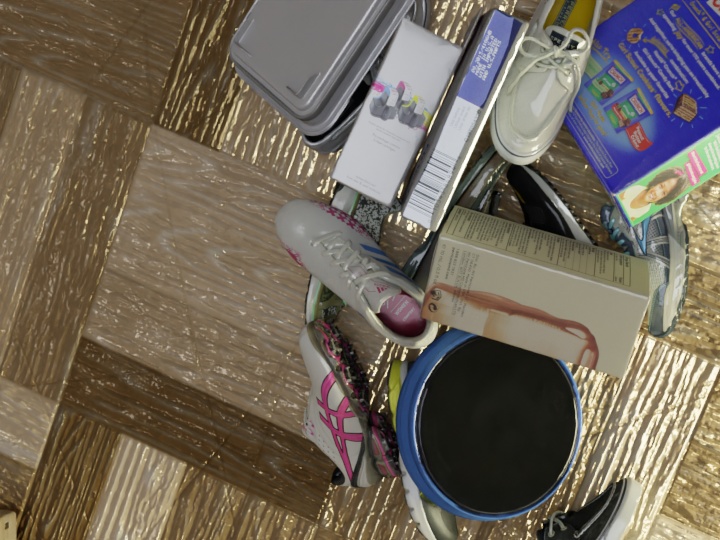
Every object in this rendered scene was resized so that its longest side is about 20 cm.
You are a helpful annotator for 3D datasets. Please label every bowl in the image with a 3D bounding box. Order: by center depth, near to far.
[{"bbox_3d":[0.134,0.153,1.106,0.196,0.039,0.205,0,90,-14],"label":"bowl"}]

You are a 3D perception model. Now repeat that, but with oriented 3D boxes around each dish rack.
[{"bbox_3d":[-0.047,-0.257,1.101,0.171,0.043,0.201,43,102,34],"label":"dish rack"}]

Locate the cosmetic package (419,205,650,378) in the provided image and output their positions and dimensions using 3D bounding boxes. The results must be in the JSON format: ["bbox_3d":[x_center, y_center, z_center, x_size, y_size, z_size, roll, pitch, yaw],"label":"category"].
[{"bbox_3d":[0.165,0.017,1.033,0.196,0.103,0.089,17,112,9],"label":"cosmetic package"}]

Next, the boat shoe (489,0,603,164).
[{"bbox_3d":[0.179,-0.198,0.998,0.074,0.086,0.205,26,77,0],"label":"boat shoe"}]

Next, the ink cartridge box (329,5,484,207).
[{"bbox_3d":[0.042,-0.167,1.046,0.067,0.115,0.203,25,95,-2],"label":"ink cartridge box"}]

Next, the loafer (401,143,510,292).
[{"bbox_3d":[0.102,-0.033,1.120,0.062,0.072,0.201,36,110,6],"label":"loafer"}]

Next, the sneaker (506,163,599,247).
[{"bbox_3d":[0.192,-0.011,1.104,0.089,0.070,0.201,-36,90,9],"label":"sneaker"}]

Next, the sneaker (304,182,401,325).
[{"bbox_3d":[-0.006,0.001,1.145,0.087,0.077,0.204,15,100,0],"label":"sneaker"}]

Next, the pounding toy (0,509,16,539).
[{"bbox_3d":[-0.452,0.365,1.243,0.196,0.142,0.188,3,96,21],"label":"pounding toy"}]

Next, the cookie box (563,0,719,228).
[{"bbox_3d":[0.291,-0.170,1.032,0.198,0.075,0.173,-32,57,12],"label":"cookie box"}]

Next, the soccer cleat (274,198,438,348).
[{"bbox_3d":[0.000,0.000,1.069,0.199,0.086,0.070,40,91,-3],"label":"soccer cleat"}]

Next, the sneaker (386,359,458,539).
[{"bbox_3d":[0.082,0.188,1.142,0.083,0.074,0.204,-12,93,11],"label":"sneaker"}]

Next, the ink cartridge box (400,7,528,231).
[{"bbox_3d":[0.092,-0.145,1.041,0.043,0.200,0.199,23,99,-3],"label":"ink cartridge box"}]

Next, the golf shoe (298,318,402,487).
[{"bbox_3d":[-0.027,0.146,1.135,0.091,0.073,0.203,-19,113,12],"label":"golf shoe"}]

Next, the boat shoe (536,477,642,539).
[{"bbox_3d":[0.212,0.286,1.130,0.063,0.071,0.201,36,102,4],"label":"boat shoe"}]

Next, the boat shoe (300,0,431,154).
[{"bbox_3d":[0.006,-0.206,1.121,0.073,0.065,0.202,31,100,6],"label":"boat shoe"}]

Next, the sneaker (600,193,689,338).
[{"bbox_3d":[0.283,-0.035,1.091,0.085,0.077,0.205,0,87,17],"label":"sneaker"}]
